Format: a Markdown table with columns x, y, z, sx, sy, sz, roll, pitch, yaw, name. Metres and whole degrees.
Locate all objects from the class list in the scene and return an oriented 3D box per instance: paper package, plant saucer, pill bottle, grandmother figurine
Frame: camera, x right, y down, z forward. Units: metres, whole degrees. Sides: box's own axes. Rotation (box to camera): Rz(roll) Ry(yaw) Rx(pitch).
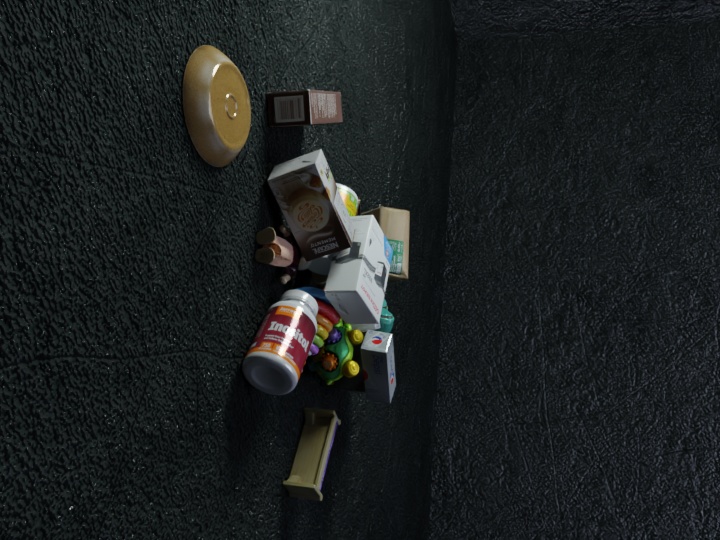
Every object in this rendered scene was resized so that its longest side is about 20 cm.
| x | y | z | sx | sy | sz | roll | pitch | yaw | name |
| --- | --- | --- | --- | --- | --- | --- | --- | --- | --- |
| 0.059 | -0.072 | 1.796 | 0.190 | 0.102 | 0.204 | 171 | -77 | -67 | paper package |
| -0.235 | -0.281 | 1.065 | 0.200 | 0.035 | 0.204 | 1 | 90 | -73 | plant saucer |
| -0.074 | -0.097 | 1.481 | 0.111 | 0.109 | 0.203 | 65 | 31 | -56 | pill bottle |
| -0.152 | 0.137 | 1.240 | 0.201 | 0.111 | 0.114 | -71 | 156 | -46 | pill bottle |
| -0.155 | -0.032 | 1.315 | 0.200 | 0.060 | 0.123 | 13 | 87 | -70 | grandmother figurine |

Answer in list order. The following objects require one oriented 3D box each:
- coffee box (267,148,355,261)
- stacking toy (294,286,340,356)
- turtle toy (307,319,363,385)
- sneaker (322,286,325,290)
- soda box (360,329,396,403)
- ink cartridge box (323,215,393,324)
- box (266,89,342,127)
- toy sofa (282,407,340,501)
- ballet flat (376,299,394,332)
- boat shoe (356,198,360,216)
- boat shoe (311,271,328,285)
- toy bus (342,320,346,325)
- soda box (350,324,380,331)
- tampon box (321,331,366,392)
| x | y | z | sx | sy | sz | roll | pitch | yaw | name |
| --- | --- | --- | --- | --- | --- | --- | --- | --- | --- |
| -0.099 | -0.135 | 1.309 | 0.080 | 0.113 | 0.202 | -80 | 150 | -58 | coffee box |
| -0.118 | 0.150 | 1.402 | 0.202 | 0.114 | 0.110 | -69 | 154 | -22 | stacking toy |
| -0.071 | 0.176 | 1.504 | 0.100 | 0.145 | 0.203 | 19 | 68 | -30 | turtle toy |
| -0.068 | 0.029 | 1.618 | 0.200 | 0.073 | 0.088 | -36 | 112 | -74 | sneaker |
| 0.045 | 0.239 | 1.524 | 0.064 | 0.067 | 0.202 | -68 | 160 | -44 | soda box |
| 0.000 | 0.000 | 1.401 | 0.146 | 0.082 | 0.202 | 57 | 38 | -49 | ink cartridge box |
| -0.116 | -0.352 | 1.346 | 0.200 | 0.098 | 0.076 | -37 | 127 | -69 | box |
| -0.107 | 0.434 | 1.457 | 0.098 | 0.081 | 0.202 | 71 | 26 | -46 | toy sofa |
| 0.044 | 0.122 | 1.679 | 0.200 | 0.066 | 0.072 | -120 | -139 | -72 | ballet flat |
| -0.016 | -0.113 | 1.736 | 0.073 | 0.071 | 0.202 | -70 | 156 | -48 | boat shoe |
| -0.074 | -0.040 | 1.560 | 0.065 | 0.071 | 0.202 | 63 | 26 | -48 | boat shoe |
| -0.040 | 0.099 | 1.659 | 0.200 | 0.077 | 0.066 | -32 | 117 | -70 | toy bus |
| 0.003 | 0.051 | 1.565 | 0.064 | 0.067 | 0.204 | 13 | 70 | -77 | soda box |
| -0.014 | 0.235 | 1.677 | 0.200 | 0.124 | 0.153 | 10 | 83 | -73 | tampon box |
